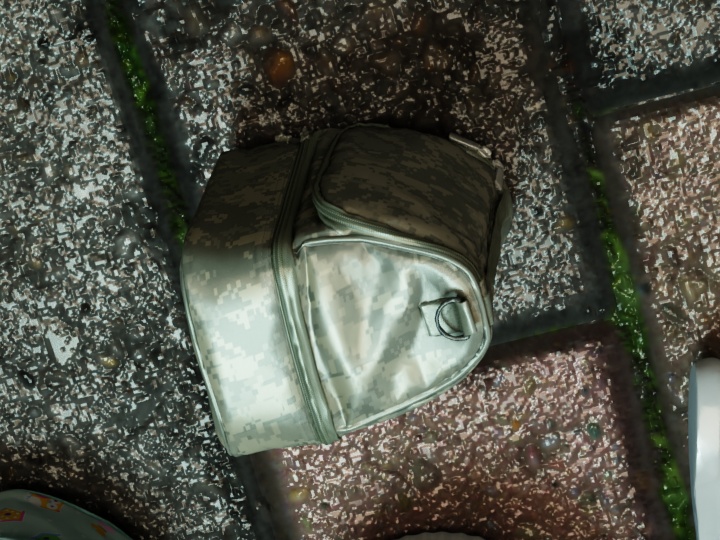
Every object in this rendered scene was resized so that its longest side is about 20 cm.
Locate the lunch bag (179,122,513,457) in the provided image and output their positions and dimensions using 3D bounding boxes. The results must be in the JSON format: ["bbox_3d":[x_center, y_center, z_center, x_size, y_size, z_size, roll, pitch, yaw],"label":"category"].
[{"bbox_3d":[0.000,0.000,1.292,0.166,0.200,0.141,-8,111,10],"label":"lunch bag"}]

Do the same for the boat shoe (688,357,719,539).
[{"bbox_3d":[0.245,0.144,1.388,0.085,0.075,0.204,-6,110,6],"label":"boat shoe"}]

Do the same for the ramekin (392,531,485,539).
[{"bbox_3d":[0.051,0.258,1.422,0.198,0.105,0.202,1,109,3],"label":"ramekin"}]

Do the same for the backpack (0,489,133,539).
[{"bbox_3d":[-0.213,0.247,1.413,0.175,0.153,0.201,31,101,-2],"label":"backpack"}]
